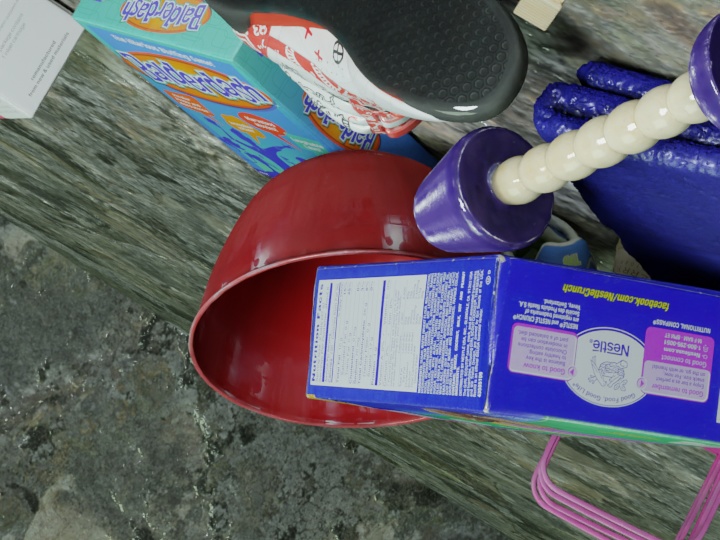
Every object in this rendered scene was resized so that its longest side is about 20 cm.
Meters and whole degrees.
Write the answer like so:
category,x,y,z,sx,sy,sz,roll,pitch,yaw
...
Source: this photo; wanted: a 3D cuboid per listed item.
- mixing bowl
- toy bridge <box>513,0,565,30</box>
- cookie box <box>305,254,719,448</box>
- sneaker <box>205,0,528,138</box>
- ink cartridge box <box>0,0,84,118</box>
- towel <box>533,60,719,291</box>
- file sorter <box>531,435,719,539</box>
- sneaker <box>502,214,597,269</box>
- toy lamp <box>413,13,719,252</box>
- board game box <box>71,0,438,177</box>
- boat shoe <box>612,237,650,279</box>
category,x,y,z,sx,sy,sz,roll,pitch,yaw
mixing bowl,0.000,0.000,1.112,0.199,0.109,0.200,0,147,0
toy bridge,0.004,-0.158,0.736,0.200,0.027,0.067,29,170,0
cookie box,0.089,0.042,0.937,0.171,0.075,0.200,10,175,-24
sneaker,0.022,-0.099,0.888,0.201,0.067,0.108,26,172,41
ink cartridge box,-0.314,-0.194,1.346,0.200,0.083,0.146,33,170,-24
towel,0.178,-0.027,0.876,0.147,0.050,0.200,14,164,34
file sorter,0.210,0.144,1.446,0.139,0.126,0.200,28,171,9
sneaker,0.109,-0.003,1.176,0.076,0.077,0.200,-11,-163,-14
toy lamp,0.092,-0.049,0.777,0.058,0.058,0.200,33,149,-24
board game box,-0.059,-0.107,1.155,0.152,0.045,0.200,20,166,43
boat shoe,0.181,0.035,1.123,0.071,0.065,0.200,24,169,31
